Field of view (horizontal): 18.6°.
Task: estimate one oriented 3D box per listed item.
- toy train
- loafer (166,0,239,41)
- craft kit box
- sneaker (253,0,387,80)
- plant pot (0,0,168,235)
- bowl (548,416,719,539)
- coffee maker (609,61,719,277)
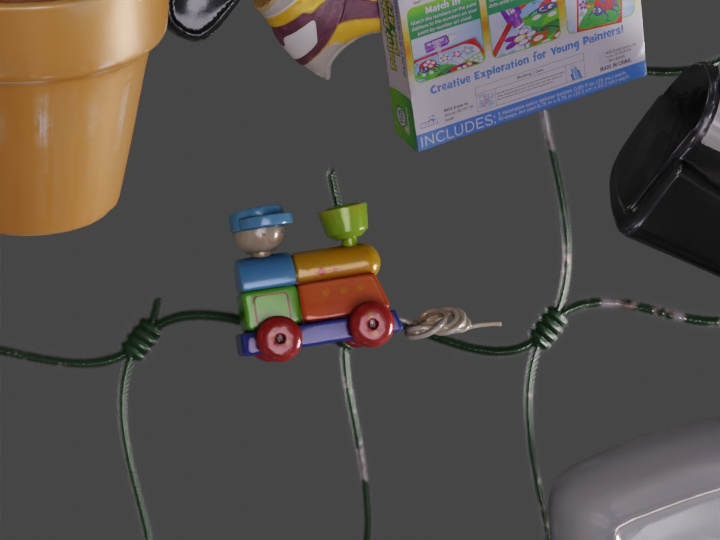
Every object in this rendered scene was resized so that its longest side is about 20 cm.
[{"bbox_3d":[0.000,0.000,1.655,0.199,0.085,0.116,-9,90,-9],"label":"toy train"},{"bbox_3d":[-0.089,-0.259,1.584,0.068,0.070,0.201,24,96,-14],"label":"loafer"},{"bbox_3d":[0.108,-0.208,1.603,0.199,0.049,0.198,-19,124,-18],"label":"craft kit box"},{"bbox_3d":[0.020,-0.229,1.617,0.200,0.075,0.090,-38,116,3],"label":"sneaker"},{"bbox_3d":[-0.232,-0.132,1.532,0.199,0.200,0.184,-4,117,-10],"label":"plant pot"},{"bbox_3d":[0.260,0.231,1.750,0.199,0.075,0.201,-17,103,-6],"label":"bowl"},{"bbox_3d":[0.292,-0.034,1.670,0.199,0.135,0.193,25,96,-14],"label":"coffee maker"}]
